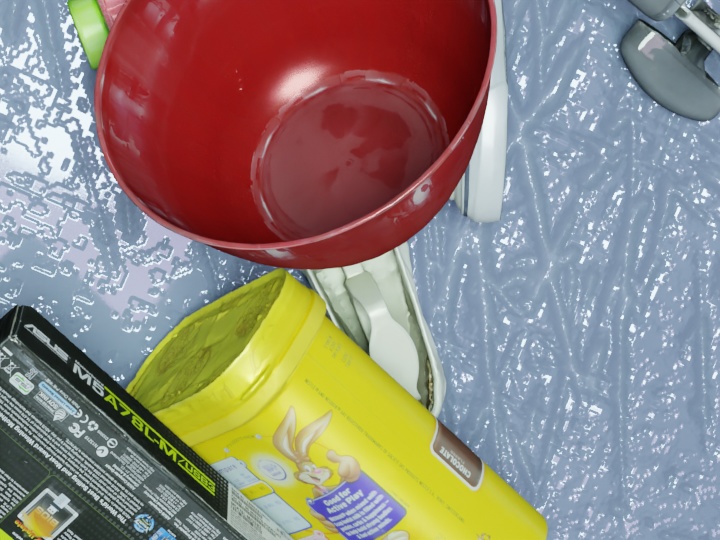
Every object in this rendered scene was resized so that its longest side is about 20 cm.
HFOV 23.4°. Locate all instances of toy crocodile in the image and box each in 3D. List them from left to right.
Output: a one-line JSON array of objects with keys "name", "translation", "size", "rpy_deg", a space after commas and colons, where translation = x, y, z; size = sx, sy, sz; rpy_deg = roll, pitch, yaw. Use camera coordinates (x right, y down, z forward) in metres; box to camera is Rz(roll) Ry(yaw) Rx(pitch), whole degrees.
[{"name": "toy crocodile", "translation": [-0.125, -0.168, 0.892], "size": [0.067, 0.062, 0.202], "rpy_deg": [-18, 102, -7]}]

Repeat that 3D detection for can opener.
[{"name": "can opener", "translation": [0.141, -0.145, 0.926], "size": [0.199, 0.053, 0.067], "rpy_deg": [32, 106, -31]}]

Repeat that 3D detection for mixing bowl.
[{"name": "mixing bowl", "translation": [-0.018, -0.077, 0.855], "size": [0.198, 0.109, 0.202], "rpy_deg": [-8, 62, 15]}]

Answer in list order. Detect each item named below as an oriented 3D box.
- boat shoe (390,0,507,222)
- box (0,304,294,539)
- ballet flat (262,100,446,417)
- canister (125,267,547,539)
[{"name": "boat shoe", "translation": [0.046, -0.126, 0.934], "size": [0.066, 0.074, 0.202], "rpy_deg": [-1, 90, 5]}, {"name": "box", "translation": [-0.164, 0.148, 0.868], "size": [0.193, 0.048, 0.200], "rpy_deg": [-42, 110, 15]}, {"name": "ballet flat", "translation": [0.000, 0.000, 0.941], "size": [0.069, 0.069, 0.201], "rpy_deg": [-24, 102, -5]}, {"name": "canister", "translation": [-0.016, 0.106, 0.916], "size": [0.200, 0.148, 0.087], "rpy_deg": [43, 55, -17]}]
